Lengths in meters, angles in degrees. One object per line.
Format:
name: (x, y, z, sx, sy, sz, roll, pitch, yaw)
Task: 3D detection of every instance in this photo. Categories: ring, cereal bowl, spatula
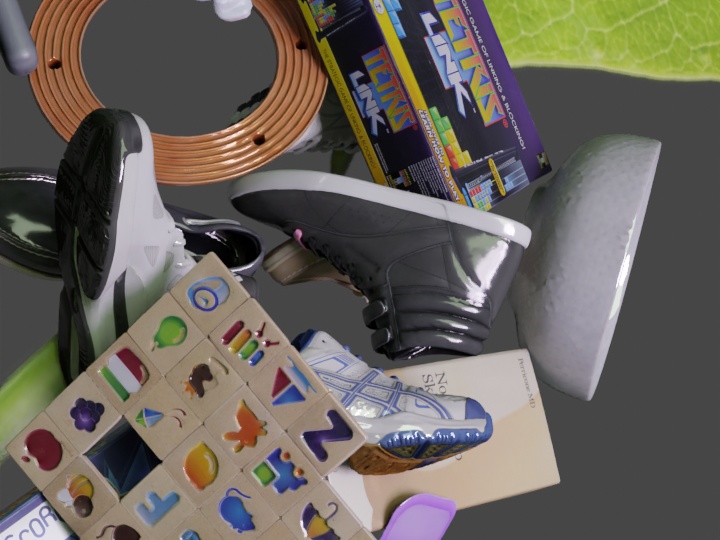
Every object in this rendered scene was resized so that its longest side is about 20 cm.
ring: (-0.120, -0.139, 0.844, 0.198, 0.019, 0.203, 4, 62, -7)
cereal bowl: (0.162, -0.009, 0.962, 0.082, 0.201, 0.202, 15, 59, 12)
spatula: (0.012, 0.239, 0.816, 0.056, 0.020, 0.202, 24, 81, -44)

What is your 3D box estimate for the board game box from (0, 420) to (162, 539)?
board game box: (-0.145, 0.178, 0.753, 0.199, 0.034, 0.136, -35, 96, -39)

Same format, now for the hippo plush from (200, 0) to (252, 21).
hippo plush: (-0.064, -0.238, 0.807, 0.158, 0.200, 0.162, 23, 96, -23)

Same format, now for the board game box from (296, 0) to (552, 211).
board game box: (0.048, -0.135, 0.896, 0.165, 0.056, 0.202, -31, 99, -55)

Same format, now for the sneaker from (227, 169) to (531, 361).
sneaker: (0.000, 0.000, 0.799, 0.197, 0.071, 0.100, 13, 82, 12)

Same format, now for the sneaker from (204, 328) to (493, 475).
sneaker: (-0.006, 0.075, 0.774, 0.198, 0.075, 0.089, 4, 62, -32)

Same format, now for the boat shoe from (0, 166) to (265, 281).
boat shoe: (-0.151, -0.028, 0.800, 0.198, 0.062, 0.074, 16, 66, -31)

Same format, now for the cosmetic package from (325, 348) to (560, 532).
cosmetic package: (0.036, 0.120, 0.879, 0.198, 0.071, 0.107, -7, 78, -37)

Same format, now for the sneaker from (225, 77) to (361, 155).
sneaker: (-0.020, -0.116, 0.922, 0.200, 0.075, 0.082, -40, 108, -37)

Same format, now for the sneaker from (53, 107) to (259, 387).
sneaker: (-0.114, -0.011, 0.750, 0.114, 0.202, 0.076, -12, 43, -30)

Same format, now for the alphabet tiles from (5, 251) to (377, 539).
alphabet tiles: (-0.077, 0.120, 0.703, 0.200, 0.167, 0.008, 49, 10, 4)

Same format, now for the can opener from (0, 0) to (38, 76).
can opener: (-0.255, -0.214, 0.788, 0.052, 0.066, 0.202, -20, 91, -15)

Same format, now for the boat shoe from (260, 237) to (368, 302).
boat shoe: (0.017, -0.012, 0.913, 0.199, 0.072, 0.066, -14, 82, -43)
